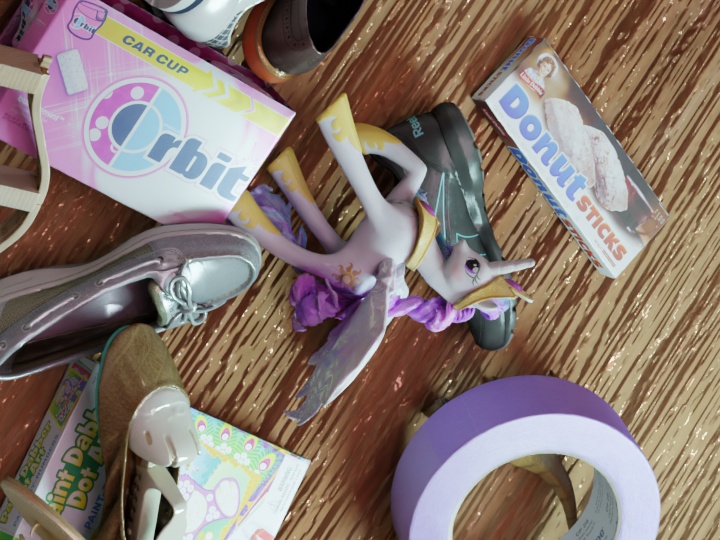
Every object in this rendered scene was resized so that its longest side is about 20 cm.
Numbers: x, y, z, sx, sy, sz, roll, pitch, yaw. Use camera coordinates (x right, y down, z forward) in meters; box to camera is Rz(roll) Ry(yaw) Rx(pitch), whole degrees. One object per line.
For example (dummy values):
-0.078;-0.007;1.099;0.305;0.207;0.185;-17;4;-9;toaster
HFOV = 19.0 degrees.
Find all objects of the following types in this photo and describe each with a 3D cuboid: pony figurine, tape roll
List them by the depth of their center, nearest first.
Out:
0.000;0.000;1.535;0.193;0.167;0.200;-43;94;15;pony figurine
0.127;0.183;1.660;0.200;0.066;0.200;-5;116;-10;tape roll

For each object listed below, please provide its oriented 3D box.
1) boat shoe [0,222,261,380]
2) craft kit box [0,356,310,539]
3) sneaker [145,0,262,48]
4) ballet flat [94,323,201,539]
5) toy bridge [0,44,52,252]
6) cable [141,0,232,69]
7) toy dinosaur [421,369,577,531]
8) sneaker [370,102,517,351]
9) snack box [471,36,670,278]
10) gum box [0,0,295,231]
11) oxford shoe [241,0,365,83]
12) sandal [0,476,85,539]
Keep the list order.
-0.161;0.024;1.462;0.202;0.065;0.074;-14;137;-10;boat shoe
-0.160;0.187;1.544;0.197;0.049;0.200;27;86;-29;craft kit box
-0.065;-0.244;1.448;0.200;0.076;0.080;-51;138;3;sneaker
-0.142;0.135;1.452;0.068;0.072;0.200;-12;120;-40;ballet flat
-0.239;-0.058;1.398;0.067;0.027;0.200;14;122;-27;toy bridge
-0.133;-0.194;1.476;0.097;0.050;0.200;-17;108;-26;cable
0.133;0.137;1.709;0.200;0.060;0.106;37;102;-24;toy dinosaur
0.063;-0.027;1.627;0.079;0.075;0.200;-19;108;-6;sneaker
0.167;-0.088;1.691;0.072;0.024;0.200;-47;119;-13;snack box
-0.160;-0.114;1.451;0.200;0.066;0.114;28;102;-32;gum box
-0.011;-0.219;1.514;0.071;0.073;0.200;36;63;-31;oxford shoe
-0.195;0.236;1.464;0.070;0.078;0.212;-48;124;-20;sandal
